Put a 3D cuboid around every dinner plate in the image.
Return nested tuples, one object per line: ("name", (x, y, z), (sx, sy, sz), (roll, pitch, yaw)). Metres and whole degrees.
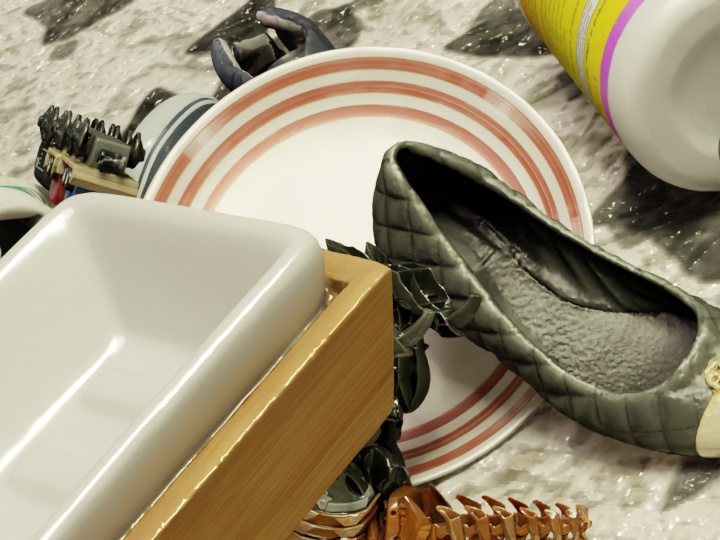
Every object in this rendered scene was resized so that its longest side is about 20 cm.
("dinner plate", (0.000, 0.000, 0.981), (0.199, 0.024, 0.201), (-4, 66, 9))

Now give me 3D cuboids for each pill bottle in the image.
("pill bottle", (0.129, -0.123, 1.034), (0.104, 0.105, 0.200), (-30, 34, 1))

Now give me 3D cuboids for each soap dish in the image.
("soap dish", (-0.094, 0.067, 0.769), (0.157, 0.081, 0.200), (10, 50, 46))

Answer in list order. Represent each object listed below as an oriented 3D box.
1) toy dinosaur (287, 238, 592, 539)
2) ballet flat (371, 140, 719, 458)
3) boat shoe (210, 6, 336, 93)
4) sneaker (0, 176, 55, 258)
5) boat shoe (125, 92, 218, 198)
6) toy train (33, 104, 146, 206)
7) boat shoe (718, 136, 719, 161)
("toy dinosaur", (-0.010, 0.065, 0.905), (0.199, 0.137, 0.102), (11, 13, 1))
("ballet flat", (0.080, 0.014, 0.903), (0.199, 0.057, 0.067), (29, 66, 29))
("boat shoe", (-0.010, -0.049, 1.052), (0.075, 0.093, 0.200), (-36, 35, -9))
("sneaker", (-0.166, -0.005, 1.095), (0.093, 0.071, 0.200), (11, 4, 16))
("boat shoe", (-0.070, -0.005, 1.073), (0.090, 0.071, 0.201), (-5, 46, 27))
("toy train", (-0.129, -0.048, 1.072), (0.200, 0.034, 0.046), (-156, 82, -76))
("boat shoe", (0.232, -0.075, 0.922), (0.199, 0.067, 0.057), (-27, 50, 9))
